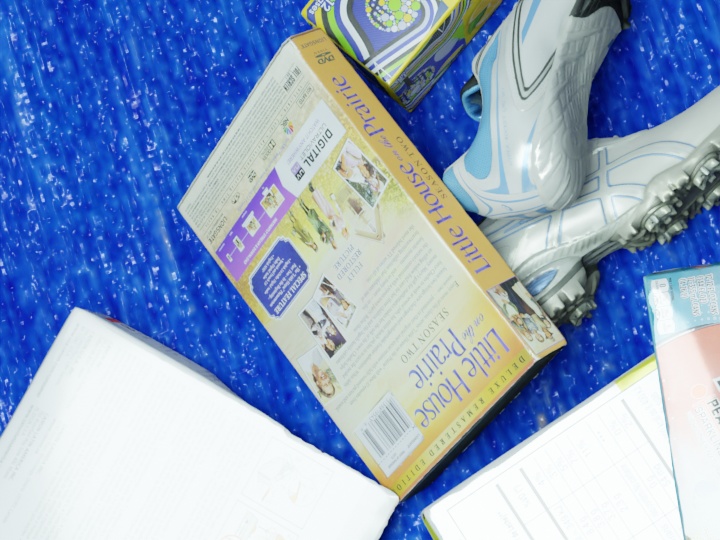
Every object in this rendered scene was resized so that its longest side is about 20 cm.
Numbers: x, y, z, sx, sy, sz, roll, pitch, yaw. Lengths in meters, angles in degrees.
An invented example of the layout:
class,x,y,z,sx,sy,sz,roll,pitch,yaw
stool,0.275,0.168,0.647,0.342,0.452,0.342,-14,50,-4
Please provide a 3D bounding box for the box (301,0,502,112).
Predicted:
class,x,y,z,sx,sy,sz,roll,pitch,yaw
box,0.061,-0.183,1.015,0.064,0.070,0.200,39,91,14

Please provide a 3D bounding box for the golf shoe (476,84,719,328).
class,x,y,z,sx,sy,sz,roll,pitch,yaw
golf shoe,0.116,-0.045,0.985,0.200,0.078,0.097,-40,71,3

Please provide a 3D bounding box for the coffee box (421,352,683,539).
class,x,y,z,sx,sy,sz,roll,pitch,yaw
coffee box,0.170,0.139,0.882,0.197,0.200,0.201,-35,79,5

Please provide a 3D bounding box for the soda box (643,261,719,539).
class,x,y,z,sx,sy,sz,roll,pitch,yaw
soda box,0.155,0.097,0.751,0.063,0.068,0.201,-10,79,9

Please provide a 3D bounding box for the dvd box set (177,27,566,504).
class,x,y,z,sx,sy,sz,roll,pitch,yaw
dvd box set,0.000,0.000,0.978,0.200,0.029,0.146,52,137,14

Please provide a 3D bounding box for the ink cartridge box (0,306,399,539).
class,x,y,z,sx,sy,sz,roll,pitch,yaw
ink cartridge box,-0.100,0.135,1.022,0.199,0.050,0.163,29,88,6

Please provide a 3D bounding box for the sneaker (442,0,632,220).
class,x,y,z,sx,sy,sz,roll,pitch,yaw
sneaker,0.089,-0.112,0.974,0.072,0.072,0.201,1,53,26
